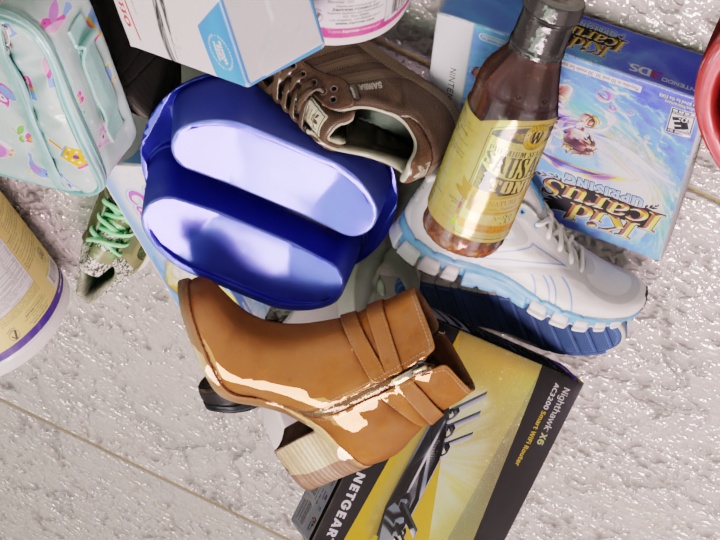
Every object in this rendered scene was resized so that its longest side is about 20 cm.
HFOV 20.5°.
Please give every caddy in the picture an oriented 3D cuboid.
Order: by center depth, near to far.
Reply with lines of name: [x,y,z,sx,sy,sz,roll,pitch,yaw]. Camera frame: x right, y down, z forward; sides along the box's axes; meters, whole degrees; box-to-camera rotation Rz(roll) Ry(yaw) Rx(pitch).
caddy: [-0.070,-0.061,1.475,0.199,0.105,0.142,23,117,-7]

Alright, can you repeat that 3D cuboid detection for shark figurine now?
shark figurine: [-0.010,0.011,1.569,0.128,0.089,0.216,38,126,46]

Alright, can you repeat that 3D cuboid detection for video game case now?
video game case: [0.144,-0.106,1.430,0.198,0.046,0.182,20,146,10]

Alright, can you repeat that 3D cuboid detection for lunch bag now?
lunch bag: [-0.248,-0.145,1.423,0.159,0.077,0.201,18,149,25]

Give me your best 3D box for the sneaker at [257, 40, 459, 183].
sneaker: [-0.024,-0.131,1.410,0.199,0.076,0.071,27,131,7]

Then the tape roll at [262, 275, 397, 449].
tape roll: [0.017,0.103,1.635,0.202,0.204,0.037,31,150,-6]

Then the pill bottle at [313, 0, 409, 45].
pill bottle: [-0.013,-0.252,1.286,0.112,0.114,0.201,20,145,9]

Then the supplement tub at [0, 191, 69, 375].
supplement tub: [-0.372,-0.012,1.809,0.144,0.146,0.201,-2,136,35]

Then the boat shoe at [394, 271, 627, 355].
boat shoe: [0.125,0.009,1.565,0.198,0.073,0.073,14,147,27]

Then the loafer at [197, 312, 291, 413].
loafer: [-0.084,0.072,1.800,0.199,0.073,0.072,-26,112,39]

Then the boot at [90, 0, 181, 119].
boot: [-0.235,-0.196,1.487,0.153,0.074,0.204,1,138,40]

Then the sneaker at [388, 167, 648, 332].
sneaker: [0.126,-0.021,1.460,0.198,0.075,0.087,18,120,-9]

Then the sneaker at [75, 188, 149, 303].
sneaker: [-0.207,-0.034,1.719,0.076,0.089,0.201,25,145,2]

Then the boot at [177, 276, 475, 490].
boot: [-0.025,0.055,1.432,0.155,0.077,0.201,-31,105,18]

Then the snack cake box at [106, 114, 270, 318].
snack cake box: [-0.127,-0.055,1.616,0.067,0.116,0.201,3,140,30]

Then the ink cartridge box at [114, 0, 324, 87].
ink cartridge box: [-0.117,-0.202,1.320,0.199,0.068,0.117,24,138,52]

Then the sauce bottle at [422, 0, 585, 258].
sauce bottle: [0.099,-0.103,1.351,0.066,0.066,0.201,23,126,6]

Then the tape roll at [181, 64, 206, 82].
tape roll: [-0.151,-0.223,1.484,0.201,0.037,0.204,19,145,14]

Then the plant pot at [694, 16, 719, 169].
plant pot: [0.311,-0.139,1.152,0.199,0.183,0.201,17,145,13]

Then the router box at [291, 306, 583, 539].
router box: [0.060,0.141,1.545,0.156,0.201,0.052,22,-171,-25]
